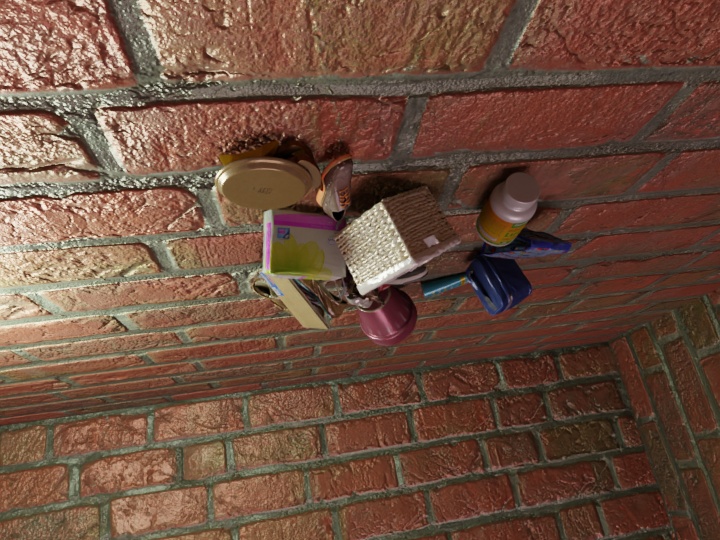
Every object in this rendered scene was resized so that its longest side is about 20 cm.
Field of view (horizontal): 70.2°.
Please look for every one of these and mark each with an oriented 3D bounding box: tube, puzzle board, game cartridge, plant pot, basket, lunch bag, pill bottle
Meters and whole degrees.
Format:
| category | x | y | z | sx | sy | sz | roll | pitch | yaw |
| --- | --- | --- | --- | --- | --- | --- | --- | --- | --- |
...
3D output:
| category | x | y | z | sx | sy | sz | roll | pitch | yaw |
| --- | --- | --- | --- | --- | --- | --- | --- | --- | --- |
| tube | 0.314 | 0.045 | 1.801 | 0.199 | 0.051 | 0.077 | -17 | 165 | 2 |
| puzzle board | -0.170 | 0.070 | 1.318 | 0.017 | 0.200 | 0.151 | -44 | -162 | -25 |
| game cartridge | -0.207 | 0.055 | 1.544 | 0.129 | 0.038 | 0.200 | 16 | 168 | 24 |
| plant pot | 0.073 | 0.125 | 1.719 | 0.199 | 0.200 | 0.179 | -16 | 142 | 16 |
| basket | 0.081 | -0.069 | 1.183 | 0.198 | 0.161 | 0.200 | -25 | 174 | -45 |
| lunch bag | 0.454 | -0.069 | 1.390 | 0.150 | 0.094 | 0.200 | 4 | -173 | -30 |
| lunch bag | 0.420 | 0.030 | 1.611 | 0.132 | 0.200 | 0.136 | -23 | 160 | -17 |
| pill bottle | 0.359 | -0.148 | 1.244 | 0.111 | 0.111 | 0.200 | -7 | 158 | -7 |

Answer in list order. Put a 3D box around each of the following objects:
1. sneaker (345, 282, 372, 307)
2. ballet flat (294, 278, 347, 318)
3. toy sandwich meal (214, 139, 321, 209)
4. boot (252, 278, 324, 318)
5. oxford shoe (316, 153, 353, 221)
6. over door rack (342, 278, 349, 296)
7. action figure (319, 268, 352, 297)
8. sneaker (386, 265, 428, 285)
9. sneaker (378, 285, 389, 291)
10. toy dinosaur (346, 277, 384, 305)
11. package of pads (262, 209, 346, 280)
| category | x | y | z | sx | sy | sz | roll | pitch | yaw |
| --- | --- | --- | --- | --- | --- | --- | --- | --- | --- |
| sneaker | 0.009 | 0.075 | 1.503 | 0.073 | 0.085 | 0.200 | -37 | -172 | 8 |
| ballet flat | -0.101 | 0.035 | 1.281 | 0.072 | 0.068 | 0.200 | -38 | 110 | 6 |
| toy sandwich meal | -0.180 | -0.186 | 0.990 | 0.204 | 0.070 | 0.205 | -5 | 160 | -2 |
| boot | -0.203 | 0.092 | 1.474 | 0.175 | 0.066 | 0.200 | 16 | 167 | 11 |
| oxford shoe | -0.039 | -0.168 | 1.054 | 0.071 | 0.073 | 0.200 | -29 | 168 | -18 |
| over door rack | -0.118 | -0.001 | 1.329 | 0.147 | 0.067 | 0.201 | -11 | 115 | 5 |
| action figure | -0.083 | -0.002 | 1.479 | 0.200 | 0.134 | 0.149 | -2 | 120 | -44 |
| sneaker | 0.079 | -0.030 | 1.401 | 0.199 | 0.121 | 0.084 | -4 | -154 | 23 |
| sneaker | 0.045 | 0.013 | 1.563 | 0.200 | 0.071 | 0.112 | 3 | 152 | -35 |
| toy dinosaur | 0.000 | 0.000 | 1.359 | 0.086 | 0.201 | 0.136 | -13 | 171 | 3 |
| package of pads | -0.127 | -0.055 | 1.198 | 0.199 | 0.155 | 0.068 | 3 | 176 | -29 |
